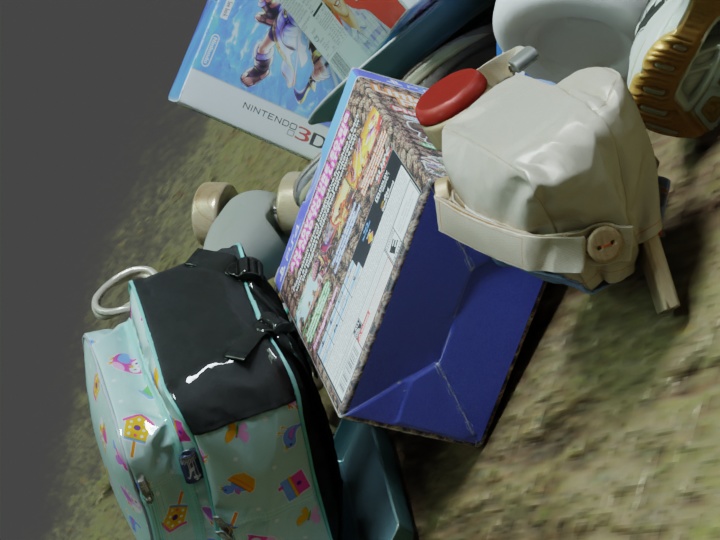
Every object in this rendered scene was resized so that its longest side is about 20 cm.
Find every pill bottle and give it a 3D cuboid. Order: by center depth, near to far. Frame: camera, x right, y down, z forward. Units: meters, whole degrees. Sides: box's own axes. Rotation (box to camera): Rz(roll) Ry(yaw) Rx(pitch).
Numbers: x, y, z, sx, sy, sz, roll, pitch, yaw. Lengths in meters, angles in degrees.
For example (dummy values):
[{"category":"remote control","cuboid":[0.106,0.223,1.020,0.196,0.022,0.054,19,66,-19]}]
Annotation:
[{"category":"pill bottle","cuboid":[0.149,-0.215,1.402,0.111,0.110,0.201,-40,32,57]}]

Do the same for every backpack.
[{"category":"backpack","cuboid":[-0.091,0.113,1.527,0.152,0.201,0.176,-26,35,-5]}]

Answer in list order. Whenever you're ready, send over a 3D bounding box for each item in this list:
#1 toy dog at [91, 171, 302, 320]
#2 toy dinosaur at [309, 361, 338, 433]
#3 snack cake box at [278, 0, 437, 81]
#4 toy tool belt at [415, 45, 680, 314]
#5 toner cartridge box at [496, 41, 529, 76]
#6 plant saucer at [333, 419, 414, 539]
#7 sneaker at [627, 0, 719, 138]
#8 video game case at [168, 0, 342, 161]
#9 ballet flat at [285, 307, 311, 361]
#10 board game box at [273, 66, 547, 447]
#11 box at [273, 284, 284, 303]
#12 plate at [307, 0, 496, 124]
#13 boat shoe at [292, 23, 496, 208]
[{"category":"toy dog","cuboid":[-0.089,0.014,1.706,0.131,0.097,0.200,13,48,38]},{"category":"toy dinosaur","cuboid":[-0.057,0.086,1.696,0.101,0.058,0.201,-30,55,36]},{"category":"snack cake box","cuboid":[-0.001,-0.216,1.648,0.067,0.115,0.200,-38,0,-16]},{"category":"toy tool belt","cuboid":[0.104,-0.040,1.287,0.125,0.123,0.200,-37,21,-9]},{"category":"toner cartridge box","cuboid":[0.129,-0.179,1.539,0.095,0.043,0.201,-54,21,37]},{"category":"plant saucer","cuboid":[0.005,0.148,1.549,0.200,0.019,0.070,-104,35,-65]},{"category":"sneaker","cuboid":[0.198,-0.167,1.246,0.200,0.075,0.088,-54,21,37]},{"category":"video game case","cuboid":[-0.027,-0.188,1.802,0.201,0.180,0.045,-67,18,1]},{"category":"ballet flat","cuboid":[0.000,0.000,1.605,0.201,0.074,0.074,-62,17,16]},{"category":"board game box","cuboid":[0.033,-0.011,1.467,0.200,0.096,0.160,-119,46,-62]},{"category":"box","cuboid":[-0.011,-0.025,1.775,0.201,0.050,0.075,-62,18,17]},{"category":"plate","cuboid":[0.045,-0.163,1.698,0.200,0.026,0.200,-39,0,0]},{"category":"boat shoe","cuboid":[0.043,-0.094,1.661,0.200,0.073,0.074,-41,-5,19]}]
